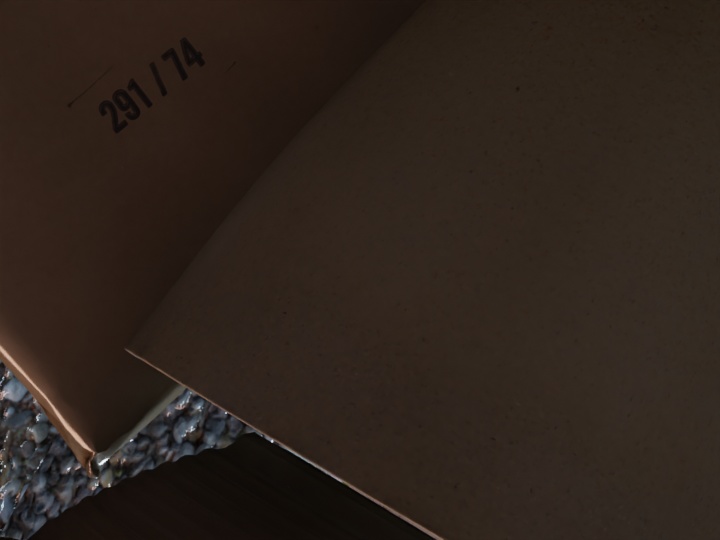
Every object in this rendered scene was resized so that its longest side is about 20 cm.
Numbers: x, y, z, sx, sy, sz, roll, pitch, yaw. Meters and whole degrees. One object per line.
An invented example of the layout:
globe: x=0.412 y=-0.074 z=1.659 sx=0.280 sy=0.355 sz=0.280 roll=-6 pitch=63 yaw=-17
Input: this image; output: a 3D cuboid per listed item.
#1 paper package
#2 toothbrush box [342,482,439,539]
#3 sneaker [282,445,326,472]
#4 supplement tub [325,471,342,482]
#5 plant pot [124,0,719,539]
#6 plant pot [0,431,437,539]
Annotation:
paper package: x=-0.082 y=-0.073 z=0.845 sx=0.191 sy=0.200 sz=0.103 roll=47 pitch=174 yaw=-9
toothbrush box: x=0.099 y=0.117 z=1.122 sx=0.199 sy=0.147 sz=0.086 roll=2 pitch=154 yaw=-42
sneaker: x=0.000 y=0.000 z=0.972 sx=0.139 sy=0.078 sz=0.201 roll=8 pitch=129 yaw=52
supplement tub: x=-0.004 y=0.002 z=1.168 sx=0.122 sy=0.123 sz=0.200 roll=27 pitch=158 yaw=38
plant pot: x=0.062 y=-0.015 z=0.754 sx=0.187 sy=0.201 sz=0.187 roll=31 pitch=176 yaw=2
plant pot: x=-0.014 y=0.111 z=0.758 sx=0.200 sy=0.093 sz=0.201 roll=30 pitch=176 yaw=2
